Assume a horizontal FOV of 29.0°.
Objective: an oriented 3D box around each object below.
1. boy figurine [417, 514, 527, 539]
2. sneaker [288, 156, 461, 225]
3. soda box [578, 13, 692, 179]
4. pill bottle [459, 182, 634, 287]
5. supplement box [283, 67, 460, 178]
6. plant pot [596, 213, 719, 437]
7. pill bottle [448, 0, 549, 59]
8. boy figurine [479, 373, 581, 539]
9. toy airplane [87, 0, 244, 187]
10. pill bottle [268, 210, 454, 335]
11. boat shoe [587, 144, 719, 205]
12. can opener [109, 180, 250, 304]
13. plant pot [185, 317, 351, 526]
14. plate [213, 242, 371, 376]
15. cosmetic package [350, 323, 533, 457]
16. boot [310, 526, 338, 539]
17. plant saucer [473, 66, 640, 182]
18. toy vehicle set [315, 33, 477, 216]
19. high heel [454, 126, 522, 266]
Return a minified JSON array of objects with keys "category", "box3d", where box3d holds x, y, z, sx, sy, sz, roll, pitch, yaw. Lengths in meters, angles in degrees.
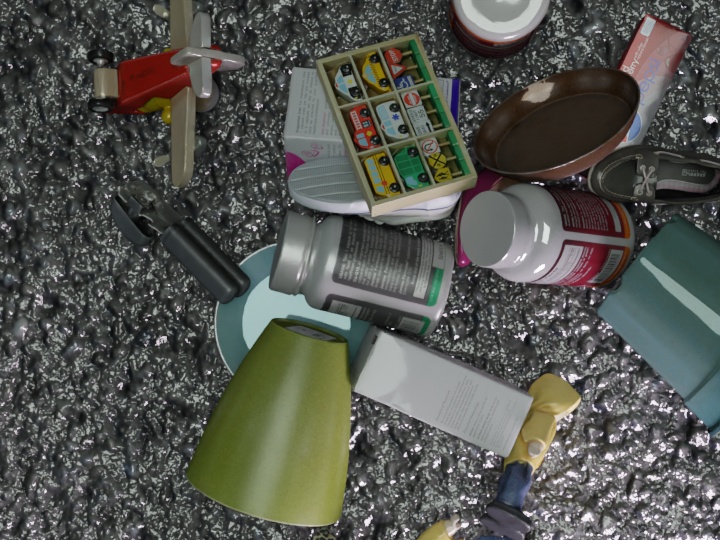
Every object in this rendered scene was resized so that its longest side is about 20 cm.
[{"category":"boy figurine","box3d":[0.105,0.355,1.658,0.199,0.064,0.125,-6,93,0]},{"category":"sneaker","box3d":[0.016,-0.082,1.604,0.199,0.071,0.073,4,55,2]},{"category":"soda box","box3d":[0.319,-0.199,1.657,0.063,0.070,0.201,26,91,1]},{"category":"pill bottle","box3d":[0.212,-0.041,1.590,0.199,0.113,0.114,5,90,-42]},{"category":"supplement box","box3d":[0.014,-0.164,1.637,0.199,0.101,0.104,4,64,1]},{"category":"plant pot","box3d":[0.392,0.051,1.603,0.196,0.200,0.200,41,91,10]},{"category":"pill bottle","box3d":[0.156,-0.303,1.598,0.109,0.200,0.110,0,90,2]},{"category":"boy figurine","box3d":[0.201,0.216,1.642,0.064,0.125,0.200,24,60,7]},{"category":"toy airplane","box3d":[-0.211,-0.226,1.642,0.199,0.141,0.200,44,107,33]},{"category":"pill bottle","box3d":[0.000,0.000,1.622,0.199,0.113,0.114,14,90,-8]},{"category":"boat shoe","box3d":[0.357,-0.109,1.616,0.199,0.057,0.067,-2,105,-29]},{"category":"can opener","box3d":[-0.222,-0.029,1.681,0.200,0.053,0.067,45,124,10]},{"category":"plant pot","box3d":[-0.084,0.163,1.600,0.186,0.187,0.201,17,96,2]},{"category":"plate","box3d":[-0.078,0.064,1.692,0.199,0.026,0.201,0,90,1]},{"category":"cosmetic package","box3d":[0.090,0.138,1.631,0.199,0.113,0.081,23,91,-4]},{"category":"boot","box3d":[-0.036,0.414,1.613,0.154,0.073,0.204,38,104,14]},{"category":"plant saucer","box3d":[0.227,-0.161,1.588,0.200,0.200,0.035,-27,123,2]},{"category":"toy vehicle set","box3d":[0.039,-0.166,1.567,0.124,0.027,0.201,-17,66,-8]},{"category":"high heel","box3d":[0.170,-0.087,1.636,0.096,0.067,0.201,12,67,10]}]
